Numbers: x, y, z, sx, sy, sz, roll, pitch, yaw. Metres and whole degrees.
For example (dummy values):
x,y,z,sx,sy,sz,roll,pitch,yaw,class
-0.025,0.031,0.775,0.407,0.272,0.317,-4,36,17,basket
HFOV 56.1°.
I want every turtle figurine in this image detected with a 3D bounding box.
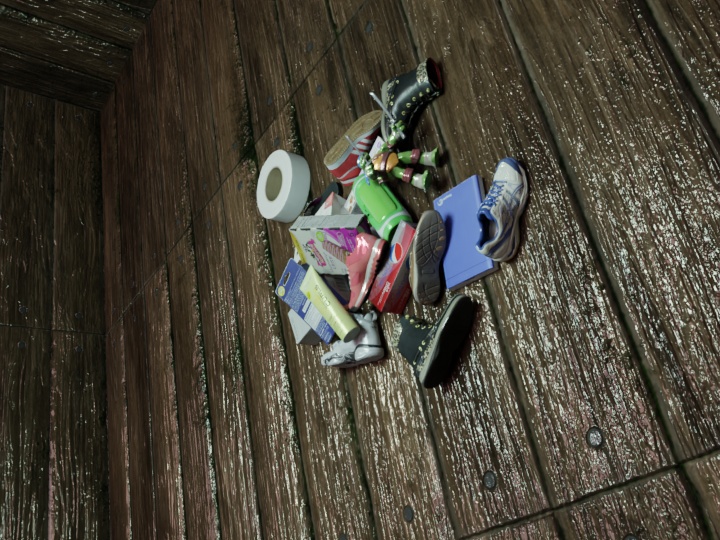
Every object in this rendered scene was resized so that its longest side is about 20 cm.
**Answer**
x,y,z,sx,sy,sz,roll,pitch,yaw,class
0.071,-0.262,1.495,0.189,0.144,0.205,15,122,20,turtle figurine

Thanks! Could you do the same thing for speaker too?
x,y,z,sx,sy,sz,roll,pitch,yaw,class
0.051,-0.147,1.596,0.090,0.087,0.202,-58,43,26,speaker

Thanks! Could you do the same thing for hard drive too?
x,y,z,sx,sy,sz,roll,pitch,yaw,class
0.217,-0.078,1.412,0.131,0.025,0.206,-29,60,46,hard drive

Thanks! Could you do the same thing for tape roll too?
x,y,z,sx,sy,sz,roll,pitch,yaw,class
-0.230,-0.249,1.999,0.200,0.069,0.209,-15,71,51,tape roll

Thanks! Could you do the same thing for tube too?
x,y,z,sx,sy,sz,roll,pitch,yaw,class
-0.078,0.083,1.595,0.058,0.052,0.201,-38,62,-4,tube

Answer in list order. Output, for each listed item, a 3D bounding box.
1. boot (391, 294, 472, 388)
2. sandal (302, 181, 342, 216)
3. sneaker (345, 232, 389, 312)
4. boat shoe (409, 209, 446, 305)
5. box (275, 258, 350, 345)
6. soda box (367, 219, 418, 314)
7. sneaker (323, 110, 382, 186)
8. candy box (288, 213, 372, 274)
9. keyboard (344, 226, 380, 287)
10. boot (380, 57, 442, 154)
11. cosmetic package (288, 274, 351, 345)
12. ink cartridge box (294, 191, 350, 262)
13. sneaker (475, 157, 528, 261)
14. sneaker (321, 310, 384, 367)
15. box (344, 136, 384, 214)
x,y,z,sx,sy,sz,roll,pitch,yaw,class
0.143,0.119,1.417,0.153,0.072,0.208,41,114,51,boot
-0.121,-0.167,1.855,0.202,0.047,0.076,-52,46,31,sandal
0.000,0.000,1.565,0.085,0.074,0.204,28,120,13,sneaker
0.135,-0.032,1.450,0.072,0.073,0.206,-134,48,-67,boat shoe
-0.119,0.071,1.672,0.199,0.032,0.123,42,124,18,box
0.092,-0.006,1.524,0.063,0.069,0.204,41,114,47,soda box
0.006,-0.305,1.718,0.200,0.113,0.071,-44,41,-2,sneaker
-0.063,-0.061,1.637,0.195,0.061,0.139,1,126,32,candy box
0.013,-0.047,1.687,0.202,0.010,0.057,-59,37,26,keyboard
0.120,-0.376,1.569,0.152,0.072,0.210,-20,68,45,boot
-0.106,0.097,1.755,0.201,0.073,0.103,-50,49,34,cosmetic package
-0.101,-0.089,1.771,0.200,0.066,0.118,-48,26,35,ink cartridge box
0.269,-0.124,1.305,0.074,0.086,0.207,-5,77,53,sneaker
-0.022,0.168,1.635,0.197,0.074,0.119,-19,66,43,sneaker
0.022,-0.233,1.690,0.039,0.041,0.203,51,123,44,box
